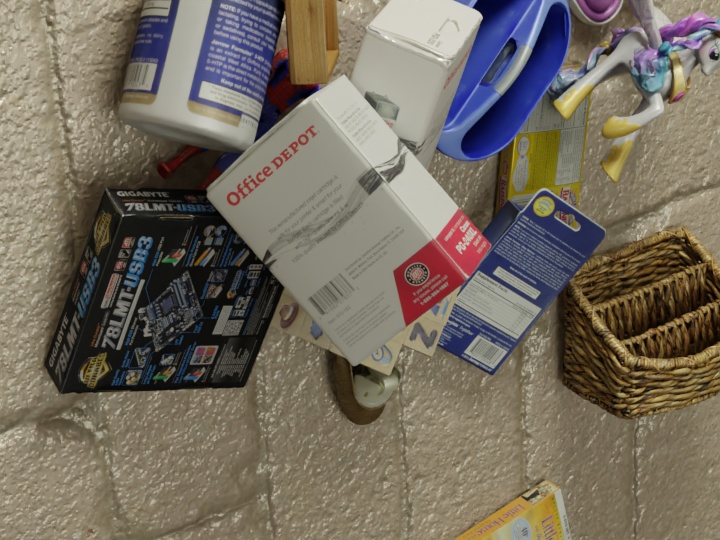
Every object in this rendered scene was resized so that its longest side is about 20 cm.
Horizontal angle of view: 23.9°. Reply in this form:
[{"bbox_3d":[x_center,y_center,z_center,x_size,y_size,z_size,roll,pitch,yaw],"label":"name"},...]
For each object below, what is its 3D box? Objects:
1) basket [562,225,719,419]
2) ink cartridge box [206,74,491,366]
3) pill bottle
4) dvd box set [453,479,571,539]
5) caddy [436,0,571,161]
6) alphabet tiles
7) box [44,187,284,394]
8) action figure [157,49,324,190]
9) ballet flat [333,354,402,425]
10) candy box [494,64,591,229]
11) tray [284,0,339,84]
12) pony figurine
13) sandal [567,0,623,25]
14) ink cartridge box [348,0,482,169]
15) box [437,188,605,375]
[{"bbox_3d":[0.334,0.059,1.886,0.199,0.143,0.150,-18,119,-30],"label":"basket"},{"bbox_3d":[-0.011,-0.044,1.450,0.200,0.145,0.083,49,31,-4],"label":"ink cartridge box"},{"bbox_3d":[-0.127,-0.211,1.450,0.119,0.119,0.201,16,86,-39],"label":"pill bottle"},{"bbox_3d":[0.158,0.349,1.948,0.199,0.029,0.147,-28,122,-24],"label":"dvd box set"},{"bbox_3d":[0.120,-0.204,1.648,0.141,0.105,0.201,37,85,-40],"label":"caddy"},{"bbox_3d":[0.000,0.000,1.643,0.199,0.006,0.167,23,85,-13],"label":"alphabet tiles"},{"bbox_3d":[-0.165,0.020,1.536,0.197,0.050,0.201,0,125,-35],"label":"box"},{"bbox_3d":[-0.086,-0.142,1.529,0.200,0.099,0.065,-45,101,-16],"label":"action figure"},{"bbox_3d":[0.011,0.078,1.704,0.068,0.072,0.201,-18,118,-31],"label":"ballet flat"},{"bbox_3d":[0.190,-0.114,1.788,0.102,0.026,0.201,-10,114,-35],"label":"candy box"},{"bbox_3d":[-0.045,-0.269,1.449,0.037,0.099,0.201,-2,111,6],"label":"tray"},{"bbox_3d":[0.282,-0.214,1.695,0.200,0.194,0.166,-39,142,11],"label":"pony figurine"},{"bbox_3d":[0.213,-0.321,1.705,0.202,0.050,0.083,37,85,-39],"label":"sandal"},{"bbox_3d":[0.030,-0.137,1.526,0.146,0.084,0.201,-58,170,-61],"label":"ink cartridge box"},{"bbox_3d":[0.157,0.007,1.781,0.121,0.032,0.200,30,105,-39],"label":"box"}]
